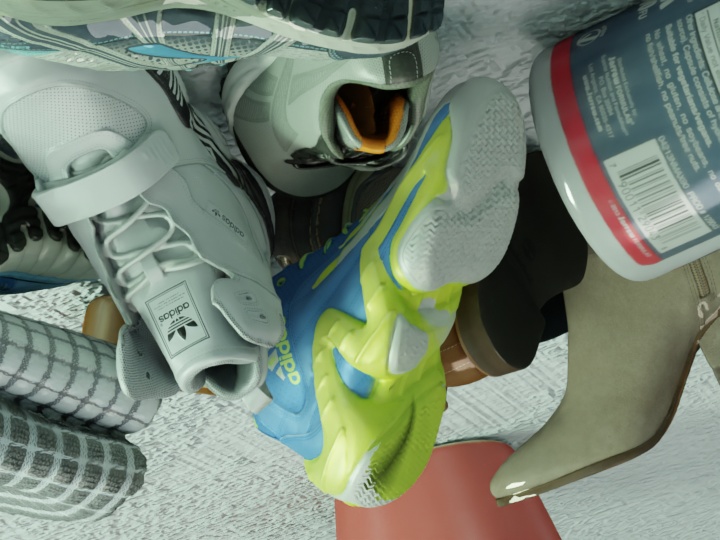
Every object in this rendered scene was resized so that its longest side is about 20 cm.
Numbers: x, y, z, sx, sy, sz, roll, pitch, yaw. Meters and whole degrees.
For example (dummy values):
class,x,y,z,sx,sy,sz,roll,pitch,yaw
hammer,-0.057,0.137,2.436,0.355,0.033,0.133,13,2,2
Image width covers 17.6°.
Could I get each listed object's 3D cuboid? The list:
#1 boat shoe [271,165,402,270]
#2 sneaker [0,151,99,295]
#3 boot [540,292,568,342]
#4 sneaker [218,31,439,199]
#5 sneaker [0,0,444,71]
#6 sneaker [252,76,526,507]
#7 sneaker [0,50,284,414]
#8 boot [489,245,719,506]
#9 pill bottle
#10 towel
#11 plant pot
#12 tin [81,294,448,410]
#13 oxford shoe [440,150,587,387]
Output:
class,x,y,z,sx,sy,sz,roll,pitch,yaw
boat shoe,-0.004,-0.015,1.184,0.073,0.075,0.200,6,167,11
sneaker,-0.186,-0.015,1.015,0.090,0.079,0.200,-25,158,33
boot,0.163,-0.010,1.330,0.199,0.075,0.097,-16,179,0
sneaker,-0.012,-0.071,0.992,0.074,0.080,0.200,-12,161,-15
sneaker,-0.066,-0.111,0.870,0.199,0.078,0.086,4,160,-23
sneaker,0.000,0.000,1.046,0.105,0.201,0.076,22,-176,33
sneaker,-0.090,-0.019,0.974,0.075,0.115,0.200,-25,143,16
boot,0.137,0.024,1.253,0.200,0.147,0.070,-24,-176,0
pill bottle,0.188,-0.085,1.043,0.200,0.120,0.120,-24,159,22
towel,-0.207,0.056,1.036,0.165,0.086,0.200,19,169,-36
plant pot,0.069,0.232,1.714,0.200,0.178,0.200,-14,161,-5
tin,-0.051,0.045,1.232,0.199,0.042,0.112,6,164,6
oxford shoe,0.062,-0.003,1.153,0.071,0.071,0.200,-22,-166,29
